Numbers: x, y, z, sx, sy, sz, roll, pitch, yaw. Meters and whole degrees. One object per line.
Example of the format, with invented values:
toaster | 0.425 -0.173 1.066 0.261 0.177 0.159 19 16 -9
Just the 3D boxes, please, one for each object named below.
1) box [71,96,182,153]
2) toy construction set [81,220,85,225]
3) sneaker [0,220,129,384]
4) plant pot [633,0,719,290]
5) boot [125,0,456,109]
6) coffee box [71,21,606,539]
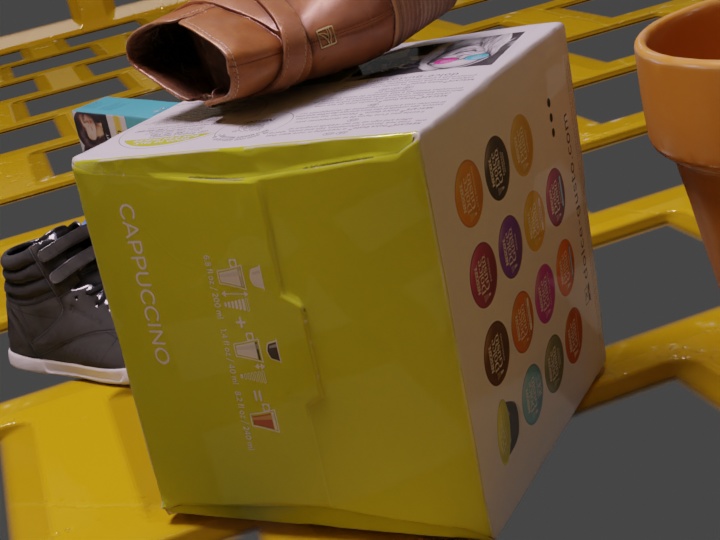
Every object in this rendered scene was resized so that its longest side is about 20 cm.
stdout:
box | -0.234 -0.135 1.405 0.049 0.084 0.199 -26 23 -33
toy construction set | -0.159 -0.028 1.065 0.129 0.094 0.200 -17 9 -12
sneaker | -0.178 0.018 0.917 0.197 0.101 0.071 0 21 30
plant pot | 0.253 -0.045 0.688 0.197 0.186 0.201 -11 19 4
boot | -0.062 -0.137 0.712 0.154 0.075 0.199 -30 21 -31
coffee box | 0.000 0.000 0.699 0.197 0.203 0.198 -1 22 29
